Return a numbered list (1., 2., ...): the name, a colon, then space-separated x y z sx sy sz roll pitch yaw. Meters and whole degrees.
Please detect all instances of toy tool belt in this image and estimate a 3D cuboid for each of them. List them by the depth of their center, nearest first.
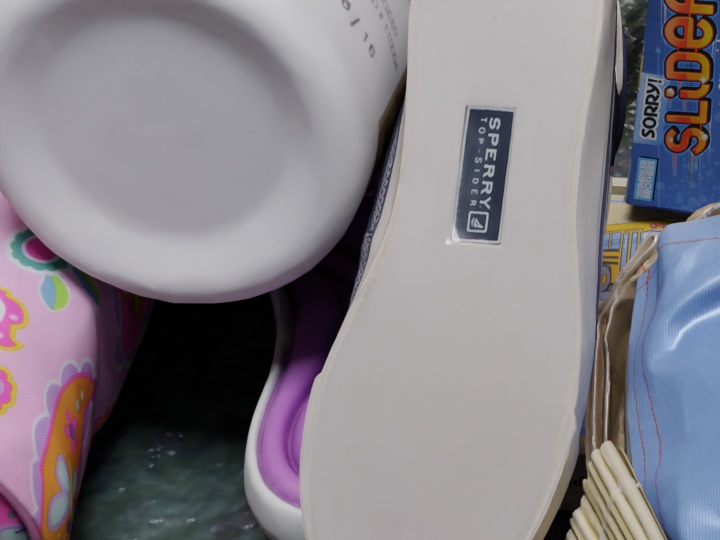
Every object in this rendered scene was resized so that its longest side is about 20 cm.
1. toy tool belt: 0.119 0.058 0.700 0.124 0.123 0.201 -10 50 3

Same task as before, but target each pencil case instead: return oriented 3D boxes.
1. pencil case: -0.105 0.015 0.817 0.087 0.088 0.200 4 41 9

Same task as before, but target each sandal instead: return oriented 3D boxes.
1. sandal: 0.008 0.000 0.818 0.082 0.050 0.203 -1 41 2

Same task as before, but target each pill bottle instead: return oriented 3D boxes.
1. pill bottle: -0.029 -0.088 0.822 0.114 0.115 0.200 8 35 12

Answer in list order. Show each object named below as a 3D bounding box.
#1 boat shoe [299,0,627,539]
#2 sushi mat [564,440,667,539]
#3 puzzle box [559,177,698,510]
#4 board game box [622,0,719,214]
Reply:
1. boat shoe: 0.038 0.005 0.754 0.074 0.093 0.201 12 83 15
2. sushi mat: 0.080 0.139 0.651 0.012 0.096 0.200 1 37 -20
3. puzzle box: 0.091 0.020 0.848 0.199 0.026 0.133 3 39 7
4. board game box: 0.121 -0.126 0.915 0.034 0.136 0.200 9 32 8
